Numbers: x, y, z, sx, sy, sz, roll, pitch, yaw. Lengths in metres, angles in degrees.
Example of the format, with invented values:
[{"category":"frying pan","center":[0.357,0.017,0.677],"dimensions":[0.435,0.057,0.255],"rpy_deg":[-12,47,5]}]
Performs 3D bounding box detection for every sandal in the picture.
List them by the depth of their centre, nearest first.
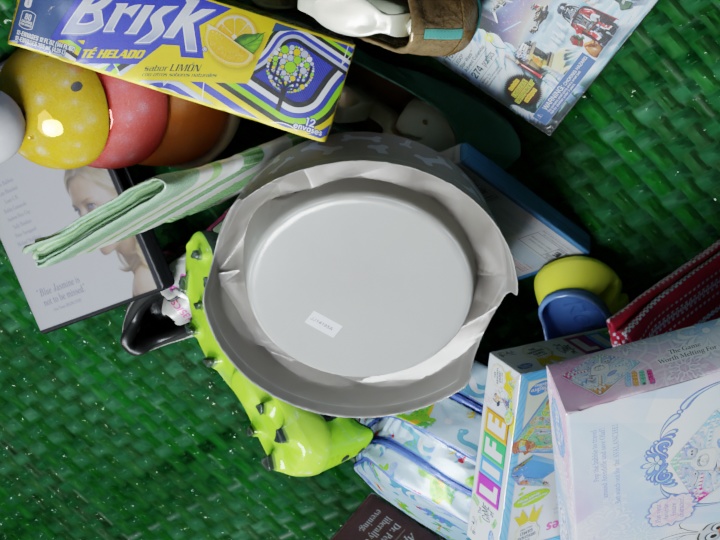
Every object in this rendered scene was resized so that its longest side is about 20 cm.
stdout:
[{"category":"sandal","center":[0.176,0.085,1.238],"dimensions":[0.079,0.087,0.200],"rpy_deg":[-19,126,37]}]

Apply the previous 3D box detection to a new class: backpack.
[{"category":"backpack","center":[0.071,0.124,1.255],"dimensions":[0.163,0.154,0.200],"rpy_deg":[37,151,2]}]

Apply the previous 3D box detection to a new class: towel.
[{"category":"towel","center":[0.237,0.074,1.170],"dimensions":[0.022,0.145,0.200],"rpy_deg":[33,151,49]},{"category":"towel","center":[-0.112,-0.057,1.192],"dimensions":[0.152,0.200,0.023],"rpy_deg":[-25,90,40]}]

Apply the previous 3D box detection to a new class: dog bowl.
[{"category":"dog bowl","center":[0.000,0.000,1.136],"dimensions":[0.200,0.059,0.200],"rpy_deg":[1,125,2]}]

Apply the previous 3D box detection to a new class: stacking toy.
[{"category":"stacking toy","center":[-0.185,-0.110,1.156],"dimensions":[0.146,0.200,0.146],"rpy_deg":[19,123,33]}]

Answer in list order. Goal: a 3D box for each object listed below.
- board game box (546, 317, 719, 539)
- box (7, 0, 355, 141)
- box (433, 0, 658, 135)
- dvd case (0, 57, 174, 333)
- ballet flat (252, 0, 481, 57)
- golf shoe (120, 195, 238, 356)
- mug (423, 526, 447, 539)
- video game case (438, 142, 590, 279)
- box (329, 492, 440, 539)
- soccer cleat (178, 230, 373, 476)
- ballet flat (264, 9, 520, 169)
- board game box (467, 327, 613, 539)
[{"category":"board game box","center":[0.218,0.108,1.091],"dimensions":[0.199,0.043,0.200],"rpy_deg":[-16,137,-5]},{"category":"box","center":[-0.107,-0.140,1.086],"dimensions":[0.200,0.070,0.064],"rpy_deg":[17,100,-5]},{"category":"box","center":[0.110,-0.187,1.062],"dimensions":[0.137,0.040,0.200],"rpy_deg":[34,137,-2]},{"category":"dvd case","center":[-0.226,-0.062,1.318],"dimensions":[0.143,0.018,0.200],"rpy_deg":[-19,96,39]},{"category":"ballet flat","center":[-0.021,-0.172,1.082],"dimensions":[0.200,0.072,0.068],"rpy_deg":[27,122,32]},{"category":"golf shoe","center":[-0.102,0.007,1.316],"dimensions":[0.073,0.092,0.200],"rpy_deg":[44,133,-13]},{"category":"mug","center":[0.108,0.271,1.421],"dimensions":[0.175,0.148,0.200],"rpy_deg":[47,166,-17]},{"category":"video game case","center":[0.036,-0.018,1.225],"dimensions":[0.200,0.018,0.143],"rpy_deg":[-21,142,36]},{"category":"box","center":[0.024,0.304,1.263],"dimensions":[0.200,0.166,0.164],"rpy_deg":[35,138,15]},{"category":"soccer cleat","center":[-0.062,0.055,1.232],"dimensions":[0.200,0.081,0.068],"rpy_deg":[60,141,27]},{"category":"ballet flat","center":[0.007,-0.104,1.168],"dimensions":[0.200,0.070,0.067],"rpy_deg":[28,128,1]},{"category":"board game box","center":[0.166,0.103,1.171],"dimensions":[0.034,0.200,0.135],"rpy_deg":[34,126,49]}]
